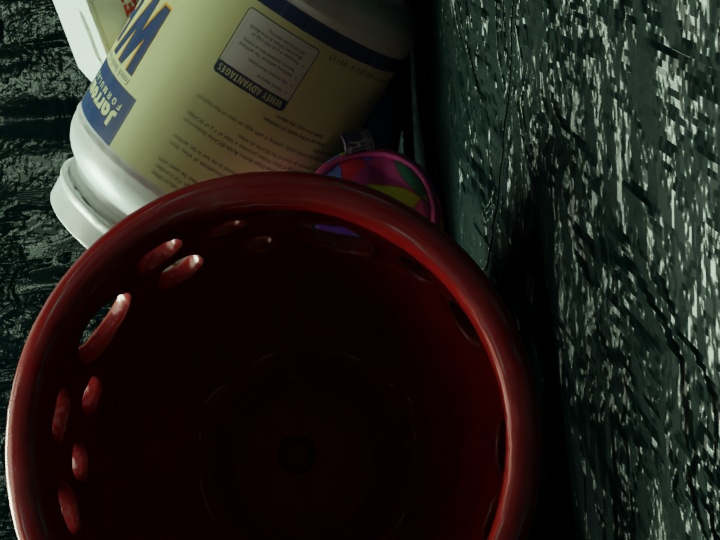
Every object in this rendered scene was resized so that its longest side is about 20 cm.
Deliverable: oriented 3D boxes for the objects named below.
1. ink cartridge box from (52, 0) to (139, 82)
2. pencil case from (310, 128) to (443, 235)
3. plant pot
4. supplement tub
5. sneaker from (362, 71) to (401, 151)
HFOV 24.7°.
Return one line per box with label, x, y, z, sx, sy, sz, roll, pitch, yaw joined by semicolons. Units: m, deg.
ink cartridge box;-0.093;-0.204;1.004;0.084;0.199;0.147;43;159;36
pencil case;0.000;0.000;0.949;0.200;0.087;0.089;92;172;-67
plant pot;-0.028;0.076;0.673;0.183;0.198;0.203;73;-169;-79
supplement tub;-0.075;-0.095;0.931;0.201;0.144;0.145;-56;16;15
sneaker;-0.005;-0.117;1.032;0.078;0.065;0.203;-52;-33;-67
